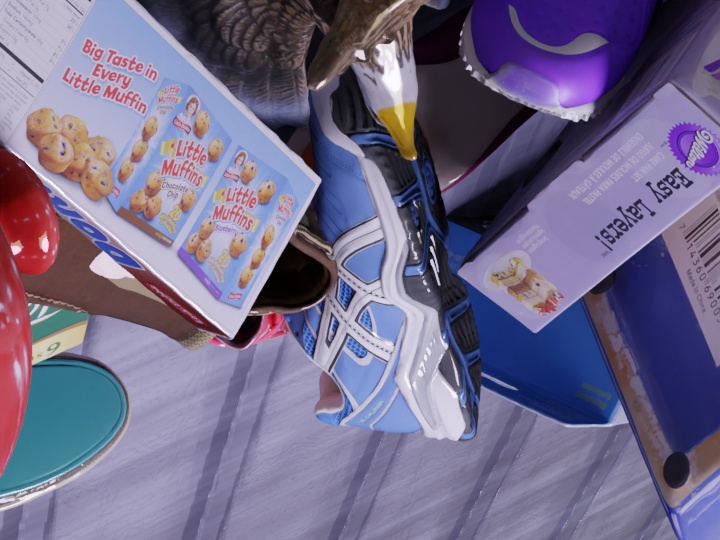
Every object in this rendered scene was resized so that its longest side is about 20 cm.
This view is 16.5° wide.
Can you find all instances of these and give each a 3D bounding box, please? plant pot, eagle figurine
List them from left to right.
[{"bbox_3d":[-0.008,-0.112,0.911,0.151,0.200,0.152,11,100,-15],"label":"eagle figurine"},{"bbox_3d":[0.221,0.023,1.131,0.179,0.201,0.200,12,136,-38],"label":"plant pot"}]

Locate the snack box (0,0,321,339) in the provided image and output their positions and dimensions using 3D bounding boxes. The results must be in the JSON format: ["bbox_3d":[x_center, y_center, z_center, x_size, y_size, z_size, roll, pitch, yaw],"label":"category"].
[{"bbox_3d":[-0.090,-0.055,0.863,0.200,0.024,0.072,43,69,-43],"label":"snack box"}]

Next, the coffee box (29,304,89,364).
[{"bbox_3d":[-0.155,-0.015,0.975,0.123,0.044,0.200,-24,156,-29],"label":"coffee box"}]

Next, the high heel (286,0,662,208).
[{"bbox_3d":[0.051,-0.086,1.123,0.199,0.068,0.096,-27,-172,15],"label":"high heel"}]

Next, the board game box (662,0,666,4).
[{"bbox_3d":[0.211,-0.097,1.257,0.105,0.103,0.200,-31,158,-11],"label":"board game box"}]

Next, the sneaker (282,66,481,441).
[{"bbox_3d":[0.000,0.000,1.072,0.077,0.076,0.201,-5,127,12],"label":"sneaker"}]

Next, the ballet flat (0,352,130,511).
[{"bbox_3d":[-0.200,0.090,1.119,0.199,0.070,0.070,-20,154,-28],"label":"ballet flat"}]

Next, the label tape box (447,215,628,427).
[{"bbox_3d":[0.112,0.022,1.295,0.200,0.143,0.066,-1,111,-54],"label":"label tape box"}]

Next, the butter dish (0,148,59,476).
[{"bbox_3d":[-0.165,0.005,0.794,0.147,0.200,0.200,-25,156,-28],"label":"butter dish"}]

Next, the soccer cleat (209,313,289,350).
[{"bbox_3d":[-0.055,0.011,1.131,0.067,0.077,0.200,-39,158,10],"label":"soccer cleat"}]

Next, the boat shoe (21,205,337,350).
[{"bbox_3d":[-0.073,-0.009,0.951,0.075,0.075,0.202,-49,158,27],"label":"boat shoe"}]

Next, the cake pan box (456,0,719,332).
[{"bbox_3d":[0.141,-0.082,1.031,0.184,0.052,0.200,-54,-175,-33],"label":"cake pan box"}]

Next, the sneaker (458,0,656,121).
[{"bbox_3d":[0.100,-0.145,0.989,0.200,0.069,0.100,-57,169,-46],"label":"sneaker"}]
